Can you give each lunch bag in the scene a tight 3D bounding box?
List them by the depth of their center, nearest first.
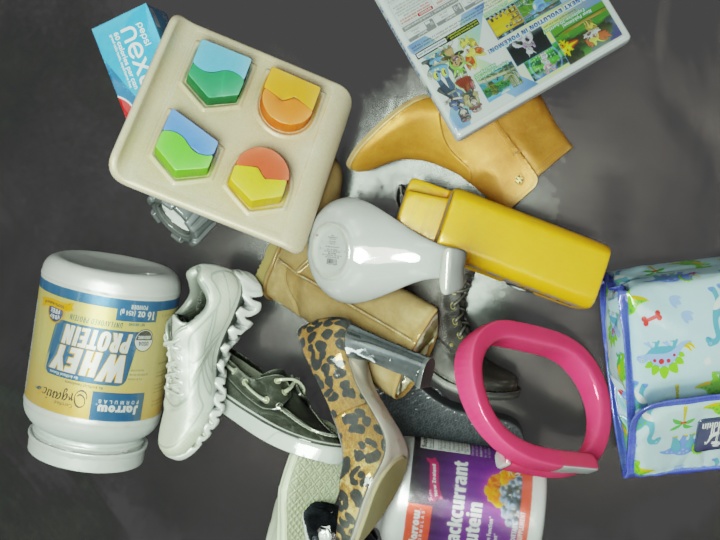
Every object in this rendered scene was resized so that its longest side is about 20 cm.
[{"bbox_3d":[0.326,0.097,1.045,0.167,0.128,0.204,-6,101,3],"label":"lunch bag"}]

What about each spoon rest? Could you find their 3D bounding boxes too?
[{"bbox_3d":[0.023,-0.012,1.003,0.198,0.060,0.101,12,99,45],"label":"spoon rest"}]

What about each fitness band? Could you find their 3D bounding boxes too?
[{"bbox_3d":[0.170,0.124,1.048,0.037,0.198,0.146,-34,52,43],"label":"fitness band"}]

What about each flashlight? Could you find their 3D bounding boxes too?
[{"bbox_3d":[-0.124,-0.116,1.078,0.201,0.067,0.068,-52,128,-24],"label":"flashlight"}]

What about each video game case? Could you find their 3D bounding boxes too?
[{"bbox_3d":[0.133,-0.253,1.057,0.198,0.022,0.184,-30,83,-5],"label":"video game case"}]

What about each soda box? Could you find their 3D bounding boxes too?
[{"bbox_3d":[-0.204,-0.166,1.128,0.067,0.064,0.203,-21,92,10],"label":"soda box"}]

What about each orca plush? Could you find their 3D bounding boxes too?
[{"bbox_3d":[0.008,0.328,1.116,0.070,0.104,0.204,-12,95,48],"label":"orca plush"}]

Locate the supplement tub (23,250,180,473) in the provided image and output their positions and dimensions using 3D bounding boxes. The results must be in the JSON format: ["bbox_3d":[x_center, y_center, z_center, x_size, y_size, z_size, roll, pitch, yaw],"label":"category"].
[{"bbox_3d":[-0.268,0.091,1.121,0.142,0.145,0.204,11,97,7],"label":"supplement tub"}]

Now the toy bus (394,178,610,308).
[{"bbox_3d":[0.130,-0.026,1.035,0.197,0.078,0.066,21,88,-2],"label":"toy bus"}]

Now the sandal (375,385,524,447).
[{"bbox_3d":[0.073,0.155,1.134,0.197,0.043,0.077,23,105,-4],"label":"sandal"}]

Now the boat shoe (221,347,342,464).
[{"bbox_3d":[-0.091,0.133,1.109,0.198,0.070,0.065,25,94,31],"label":"boat shoe"}]

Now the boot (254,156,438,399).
[{"bbox_3d":[0.000,0.000,1.081,0.199,0.066,0.178,33,113,29],"label":"boot"}]

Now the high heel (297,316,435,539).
[{"bbox_3d":[-0.023,0.151,1.024,0.141,0.071,0.203,19,89,26],"label":"high heel"}]

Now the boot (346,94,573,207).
[{"bbox_3d":[0.099,-0.113,1.082,0.200,0.071,0.145,-35,85,4],"label":"boot"}]

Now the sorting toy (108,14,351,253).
[{"bbox_3d":[-0.116,-0.134,1.032,0.197,0.036,0.188,23,65,-11],"label":"sorting toy"}]

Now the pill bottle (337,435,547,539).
[{"bbox_3d":[0.079,0.225,1.076,0.196,0.111,0.114,7,97,3],"label":"pill bottle"}]

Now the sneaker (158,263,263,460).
[{"bbox_3d":[-0.170,0.088,1.095,0.074,0.080,0.203,14,84,44],"label":"sneaker"}]

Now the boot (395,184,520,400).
[{"bbox_3d":[0.098,0.022,1.099,0.197,0.069,0.177,25,99,8],"label":"boot"}]

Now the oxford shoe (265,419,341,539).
[{"bbox_3d":[-0.067,0.257,1.150,0.074,0.057,0.204,12,86,-33],"label":"oxford shoe"}]
